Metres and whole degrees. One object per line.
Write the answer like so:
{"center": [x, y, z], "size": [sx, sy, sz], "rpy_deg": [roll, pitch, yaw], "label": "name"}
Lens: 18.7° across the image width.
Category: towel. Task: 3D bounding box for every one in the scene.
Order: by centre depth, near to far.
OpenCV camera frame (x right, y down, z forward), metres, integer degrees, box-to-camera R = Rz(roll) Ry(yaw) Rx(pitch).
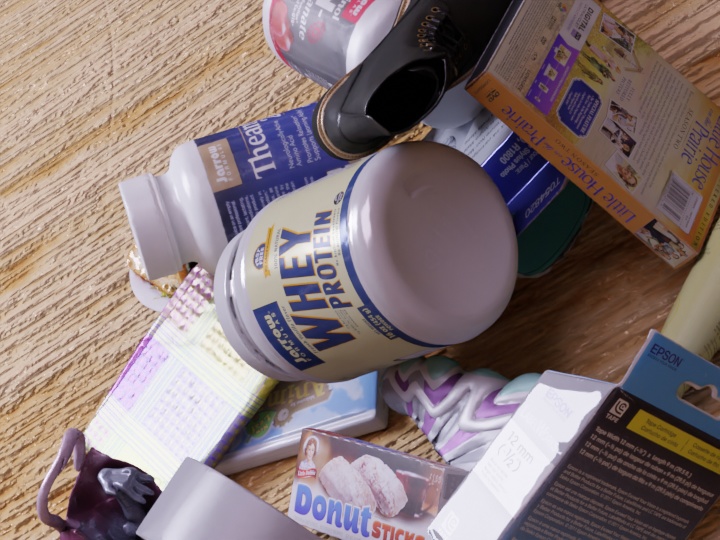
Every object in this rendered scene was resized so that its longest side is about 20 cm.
{"center": [-0.130, 0.090, 1.744], "size": [0.144, 0.023, 0.200], "rpy_deg": [36, 92, 40], "label": "towel"}

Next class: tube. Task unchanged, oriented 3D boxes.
{"center": [0.231, 0.039, 1.508], "size": [0.052, 0.058, 0.200], "rpy_deg": [14, 67, 53], "label": "tube"}

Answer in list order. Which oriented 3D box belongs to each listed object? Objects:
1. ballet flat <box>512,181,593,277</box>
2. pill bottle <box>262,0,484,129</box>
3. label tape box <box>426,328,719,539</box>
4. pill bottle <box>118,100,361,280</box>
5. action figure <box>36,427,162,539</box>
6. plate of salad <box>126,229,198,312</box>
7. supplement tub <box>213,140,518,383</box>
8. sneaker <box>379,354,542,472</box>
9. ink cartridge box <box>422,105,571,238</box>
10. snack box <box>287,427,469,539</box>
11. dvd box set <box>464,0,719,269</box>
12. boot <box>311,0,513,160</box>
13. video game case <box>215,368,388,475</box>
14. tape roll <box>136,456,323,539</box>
{"center": [0.149, -0.077, 1.668], "size": [0.072, 0.072, 0.200], "rpy_deg": [13, 70, 44], "label": "ballet flat"}
{"center": [0.018, -0.177, 1.680], "size": [0.111, 0.111, 0.200], "rpy_deg": [-51, 40, -4], "label": "pill bottle"}
{"center": [0.159, 0.128, 1.412], "size": [0.200, 0.143, 0.066], "rpy_deg": [-55, 40, 10], "label": "label tape box"}
{"center": [-0.085, -0.061, 1.735], "size": [0.200, 0.111, 0.111], "rpy_deg": [-18, 45, -6], "label": "pill bottle"}
{"center": [-0.210, 0.226, 1.660], "size": [0.134, 0.149, 0.200], "rpy_deg": [-62, 12, -28], "label": "action figure"}
{"center": [-0.120, -0.049, 1.850], "size": [0.200, 0.048, 0.200], "rpy_deg": [-26, 37, 21], "label": "plate of salad"}
{"center": [0.000, 0.000, 1.566], "size": [0.200, 0.145, 0.145], "rpy_deg": [-22, 45, 49], "label": "supplement tub"}
{"center": [0.069, 0.138, 1.555], "size": [0.200, 0.078, 0.140], "rpy_deg": [4, 69, 51], "label": "sneaker"}
{"center": [0.093, -0.081, 1.635], "size": [0.200, 0.041, 0.200], "rpy_deg": [-48, 20, 37], "label": "ink cartridge box"}
{"center": [0.010, 0.162, 1.566], "size": [0.200, 0.024, 0.072], "rpy_deg": [8, 90, 59], "label": "snack box"}
{"center": [0.177, -0.113, 1.543], "size": [0.029, 0.200, 0.146], "rpy_deg": [-39, 16, 45], "label": "dvd box set"}
{"center": [0.060, -0.156, 1.510], "size": [0.200, 0.077, 0.138], "rpy_deg": [-53, 11, -9], "label": "boot"}
{"center": [-0.063, 0.069, 1.751], "size": [0.200, 0.022, 0.182], "rpy_deg": [-19, 50, 27], "label": "video game case"}
{"center": [-0.056, 0.210, 1.509], "size": [0.200, 0.200, 0.066], "rpy_deg": [24, 77, 46], "label": "tape roll"}
